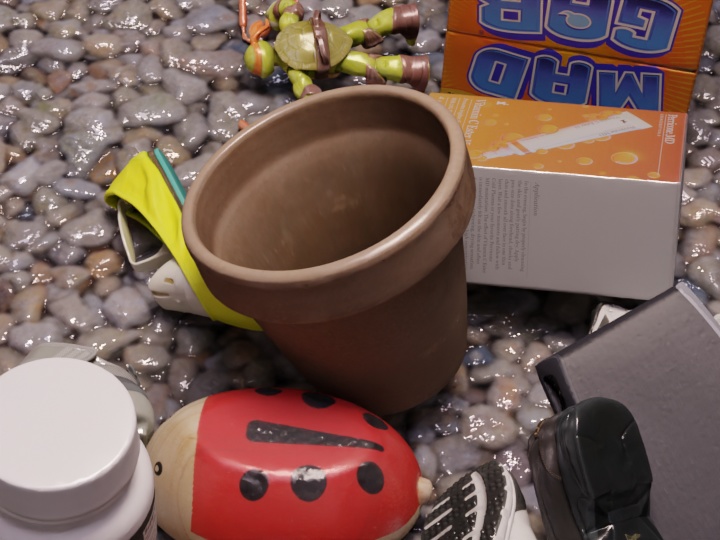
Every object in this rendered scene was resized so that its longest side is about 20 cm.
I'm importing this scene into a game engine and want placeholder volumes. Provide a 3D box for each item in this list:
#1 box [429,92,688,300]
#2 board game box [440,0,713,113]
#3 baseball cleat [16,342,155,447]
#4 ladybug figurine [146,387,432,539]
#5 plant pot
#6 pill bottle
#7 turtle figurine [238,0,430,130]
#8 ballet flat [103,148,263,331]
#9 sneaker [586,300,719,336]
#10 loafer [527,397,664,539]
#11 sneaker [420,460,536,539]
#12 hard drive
[{"bbox_3d":[0.136,-0.056,1.394,0.198,0.098,0.125,5,29,9],"label":"box"},{"bbox_3d":[0.181,-0.240,1.530,0.198,0.201,0.201,10,47,6],"label":"board game box"},{"bbox_3d":[-0.242,0.105,1.287,0.198,0.070,0.107,-7,40,-22],"label":"baseball cleat"},{"bbox_3d":[-0.050,0.131,1.263,0.198,0.072,0.137,3,47,-1],"label":"ladybug figurine"},{"bbox_3d":[0.000,0.000,1.297,0.198,0.175,0.201,-15,39,12],"label":"plant pot"},{"bbox_3d":[-0.179,0.155,1.145,0.113,0.201,0.115,2,47,-2],"label":"pill bottle"},{"bbox_3d":[-0.030,-0.186,1.559,0.160,0.065,0.201,-6,48,-9],"label":"turtle figurine"},{"bbox_3d":[-0.134,-0.010,1.402,0.067,0.067,0.200,-34,52,-4],"label":"ballet flat"},{"bbox_3d":[0.234,0.042,1.359,0.200,0.076,0.115,-31,58,-25],"label":"sneaker"},{"bbox_3d":[0.155,0.185,1.206,0.072,0.072,0.202,-1,76,-33],"label":"loafer"},{"bbox_3d":[0.091,0.206,1.217,0.074,0.080,0.201,-36,30,22],"label":"sneaker"},{"bbox_3d":[0.216,0.115,1.254,0.134,0.042,0.201,-28,73,-5],"label":"hard drive"}]
